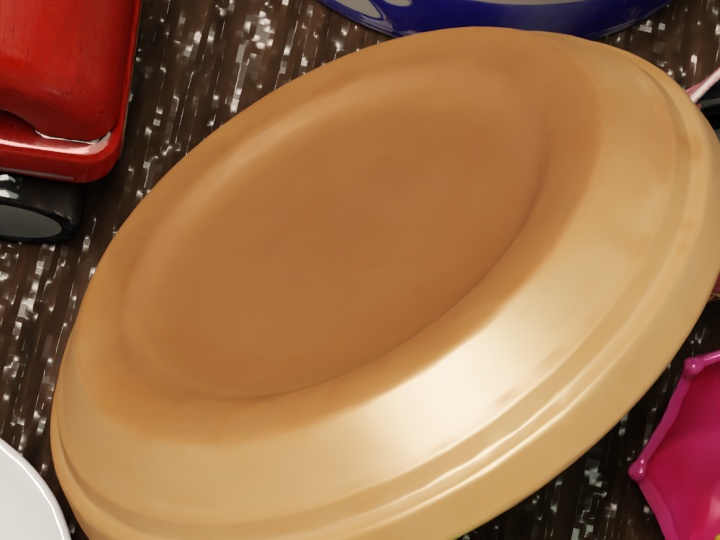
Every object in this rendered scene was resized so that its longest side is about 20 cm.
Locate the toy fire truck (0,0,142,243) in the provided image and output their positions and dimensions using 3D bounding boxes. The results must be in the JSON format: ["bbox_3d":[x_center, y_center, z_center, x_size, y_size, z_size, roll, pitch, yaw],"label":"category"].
[{"bbox_3d":[-0.143,-0.100,0.753,0.176,0.200,0.129,8,76,-5],"label":"toy fire truck"}]

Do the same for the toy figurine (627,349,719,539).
[{"bbox_3d":[0.121,0.088,0.756,0.200,0.150,0.184,14,40,31],"label":"toy figurine"}]

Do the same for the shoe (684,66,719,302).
[{"bbox_3d":[0.068,-0.018,0.814,0.200,0.091,0.072,-13,78,-10],"label":"shoe"}]

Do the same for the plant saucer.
[{"bbox_3d":[0.000,0.000,0.758,0.200,0.200,0.037,-42,123,-14],"label":"plant saucer"}]

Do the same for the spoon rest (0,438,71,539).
[{"bbox_3d":[-0.155,0.126,0.768,0.099,0.061,0.200,33,76,2],"label":"spoon rest"}]

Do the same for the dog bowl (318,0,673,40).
[{"bbox_3d":[0.043,-0.169,0.855,0.199,0.079,0.201,2,76,-7],"label":"dog bowl"}]
